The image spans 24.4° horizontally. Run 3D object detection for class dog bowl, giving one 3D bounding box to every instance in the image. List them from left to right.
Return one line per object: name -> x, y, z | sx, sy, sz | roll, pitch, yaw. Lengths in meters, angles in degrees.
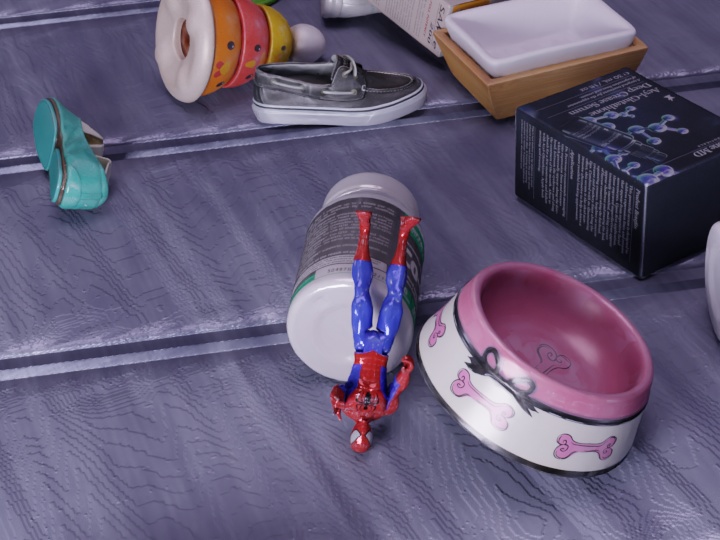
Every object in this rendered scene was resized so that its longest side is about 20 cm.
dog bowl -> 0.150, 0.072, 1.360 | 0.200, 0.074, 0.200 | 20, 33, -14

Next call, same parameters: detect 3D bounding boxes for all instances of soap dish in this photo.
soap dish -> 0.203, -0.248, 1.903 | 0.199, 0.081, 0.157 | -15, 35, -16

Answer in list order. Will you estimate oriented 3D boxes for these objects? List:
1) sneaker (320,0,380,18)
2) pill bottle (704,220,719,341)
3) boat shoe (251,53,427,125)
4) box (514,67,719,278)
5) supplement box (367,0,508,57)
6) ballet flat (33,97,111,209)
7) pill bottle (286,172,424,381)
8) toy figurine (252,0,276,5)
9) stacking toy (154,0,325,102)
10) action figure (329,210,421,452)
sneaker -> -0.008, -0.381, 2.149 | 0.088, 0.075, 0.200 | 5, 40, -7
pill bottle -> 0.414, 0.005, 1.472 | 0.199, 0.112, 0.112 | -3, 33, 0
boat shoe -> -0.024, -0.206, 1.871 | 0.199, 0.071, 0.072 | -6, 33, -4
box -> 0.270, -0.102, 1.652 | 0.148, 0.107, 0.200 | -22, 38, -27
supplement box -> 0.085, -0.348, 2.029 | 0.126, 0.074, 0.200 | -18, 47, -34
ballet flat -> -0.307, -0.121, 1.793 | 0.070, 0.067, 0.200 | 10, 28, -24
pill bottle -> 0.000, 0.000, 1.520 | 0.113, 0.113, 0.200 | 0, 34, 7
toy figurine -> -0.152, -0.451, 2.153 | 0.199, 0.185, 0.150 | -15, 35, -18
stacking toy -> -0.130, -0.272, 1.955 | 0.199, 0.147, 0.146 | -4, 30, -29
action figure -> 0.013, 0.053, 1.365 | 0.065, 0.201, 0.099 | 6, 2, -5
